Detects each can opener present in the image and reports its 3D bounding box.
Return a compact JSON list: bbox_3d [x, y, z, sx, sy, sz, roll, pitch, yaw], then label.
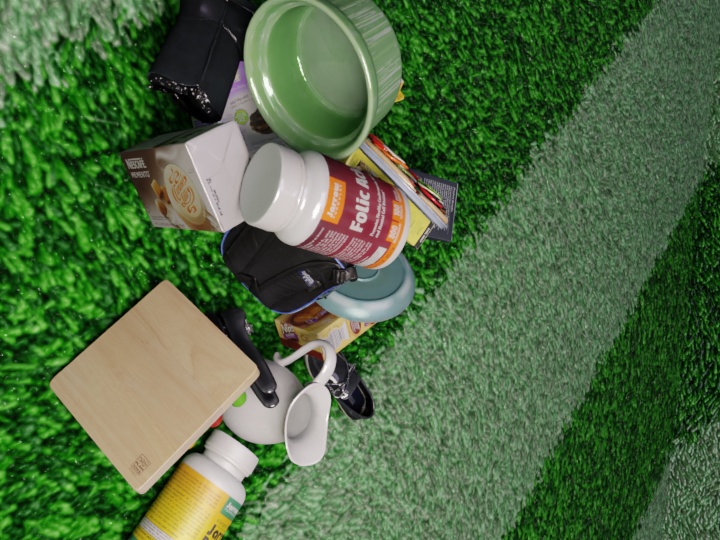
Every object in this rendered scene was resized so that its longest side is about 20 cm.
[{"bbox_3d":[-0.167,0.125,0.918,0.077,0.200,0.064,-30,139,-19],"label":"can opener"}]

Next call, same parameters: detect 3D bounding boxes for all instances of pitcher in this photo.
[{"bbox_3d":[-0.121,0.178,0.954,0.120,0.197,0.176,32,73,-40],"label":"pitcher"}]

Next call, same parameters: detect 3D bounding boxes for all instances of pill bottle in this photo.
[{"bbox_3d":[-0.041,-0.078,0.785,0.197,0.113,0.118,16,84,-38],"label":"pill bottle"},{"bbox_3d":[-0.236,0.340,0.920,0.113,0.111,0.202,51,61,-34],"label":"pill bottle"}]

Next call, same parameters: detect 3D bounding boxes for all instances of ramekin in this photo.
[{"bbox_3d":[-0.042,-0.252,0.797,0.098,0.196,0.204,-43,122,-40],"label":"ramekin"}]

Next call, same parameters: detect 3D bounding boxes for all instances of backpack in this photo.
[{"bbox_3d":[-0.096,-0.042,0.949,0.184,0.199,0.147,49,42,-7],"label":"backpack"}]

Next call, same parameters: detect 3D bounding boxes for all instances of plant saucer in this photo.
[{"bbox_3d":[0.000,0.000,1.065,0.198,0.199,0.028,-33,151,-35],"label":"plant saucer"}]

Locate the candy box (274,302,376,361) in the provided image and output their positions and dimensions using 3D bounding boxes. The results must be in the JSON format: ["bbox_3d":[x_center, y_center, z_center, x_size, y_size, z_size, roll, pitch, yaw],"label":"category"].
[{"bbox_3d":[-0.034,0.069,1.081,0.198,0.115,0.058,-35,121,-35],"label":"candy box"}]

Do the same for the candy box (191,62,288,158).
[{"bbox_3d":[-0.168,-0.244,0.952,0.166,0.070,0.206,-23,110,-40],"label":"candy box"}]

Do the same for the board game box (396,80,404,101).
[{"bbox_3d":[-0.011,-0.350,1.037,0.094,0.030,0.203,-25,77,-29],"label":"board game box"}]

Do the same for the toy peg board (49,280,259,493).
[{"bbox_3d":[-0.259,0.159,0.843,0.199,0.198,0.099,-44,155,-20],"label":"toy peg board"}]

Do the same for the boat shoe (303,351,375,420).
[{"bbox_3d":[-0.033,0.195,1.135,0.075,0.061,0.202,-48,123,-26],"label":"boat shoe"}]

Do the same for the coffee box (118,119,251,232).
[{"bbox_3d":[-0.220,-0.121,0.827,0.079,0.197,0.117,-35,118,-34],"label":"coffee box"}]

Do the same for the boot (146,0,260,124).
[{"bbox_3d":[-0.172,-0.270,0.845,0.197,0.075,0.173,24,75,-38],"label":"boot"}]

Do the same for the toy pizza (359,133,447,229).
[{"bbox_3d":[0.059,-0.137,0.911,0.032,0.201,0.199,-45,129,7],"label":"toy pizza"}]

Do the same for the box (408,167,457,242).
[{"bbox_3d":[0.054,-0.120,1.126,0.197,0.146,0.111,8,89,-44],"label":"box"}]

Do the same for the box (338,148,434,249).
[{"bbox_3d":[0.024,-0.111,0.940,0.199,0.075,0.051,38,88,-38],"label":"box"}]
